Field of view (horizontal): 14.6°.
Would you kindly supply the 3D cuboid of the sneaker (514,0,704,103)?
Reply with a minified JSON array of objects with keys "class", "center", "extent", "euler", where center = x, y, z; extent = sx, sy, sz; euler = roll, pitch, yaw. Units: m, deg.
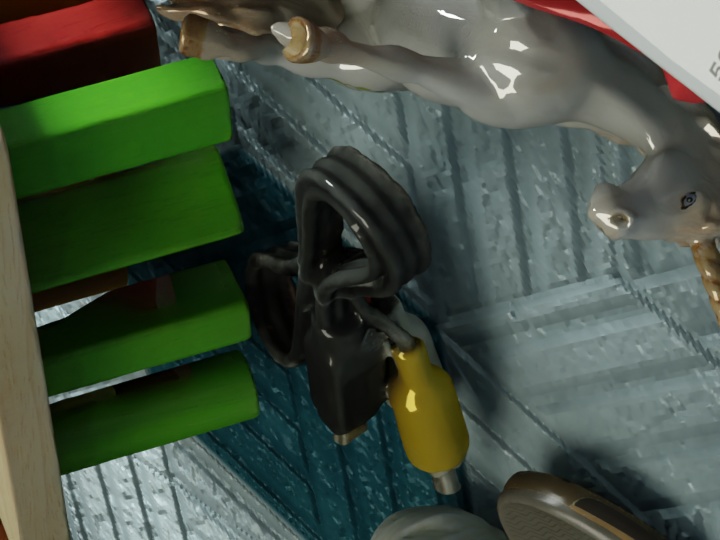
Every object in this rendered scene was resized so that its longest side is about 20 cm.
[{"class":"sneaker","center":[0.040,-0.117,0.737],"extent":[0.200,0.085,0.077],"euler":[38,144,22]}]

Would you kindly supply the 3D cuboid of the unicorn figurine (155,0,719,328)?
[{"class":"unicorn figurine","center":[0.028,-0.060,0.806],"extent":[0.074,0.137,0.200],"euler":[-62,37,16]}]

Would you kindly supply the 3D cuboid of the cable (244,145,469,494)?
[{"class":"cable","center":[0.000,0.000,0.909],"extent":[0.097,0.050,0.200],"euler":[51,161,24]}]

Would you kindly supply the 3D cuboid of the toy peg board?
[{"class":"toy peg board","center":[-0.109,-0.034,0.996],"extent":[0.200,0.097,0.201],"euler":[-119,20,-45]}]

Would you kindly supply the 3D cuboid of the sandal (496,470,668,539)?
[{"class":"sandal","center":[0.098,0.158,0.955],"extent":[0.082,0.055,0.201],"euler":[4,124,50]}]

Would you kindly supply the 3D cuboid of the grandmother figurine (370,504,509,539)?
[{"class":"grandmother figurine","center":[0.050,0.170,1.025],"extent":[0.121,0.061,0.201],"euler":[11,131,44]}]

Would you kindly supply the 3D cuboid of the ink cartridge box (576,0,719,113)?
[{"class":"ink cartridge box","center":[0.089,-0.127,0.623],"extent":[0.200,0.083,0.146],"euler":[39,121,20]}]

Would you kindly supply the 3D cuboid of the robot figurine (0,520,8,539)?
[{"class":"robot figurine","center":[-0.208,0.147,1.278],"extent":[0.201,0.116,0.144],"euler":[57,-168,-6]}]
